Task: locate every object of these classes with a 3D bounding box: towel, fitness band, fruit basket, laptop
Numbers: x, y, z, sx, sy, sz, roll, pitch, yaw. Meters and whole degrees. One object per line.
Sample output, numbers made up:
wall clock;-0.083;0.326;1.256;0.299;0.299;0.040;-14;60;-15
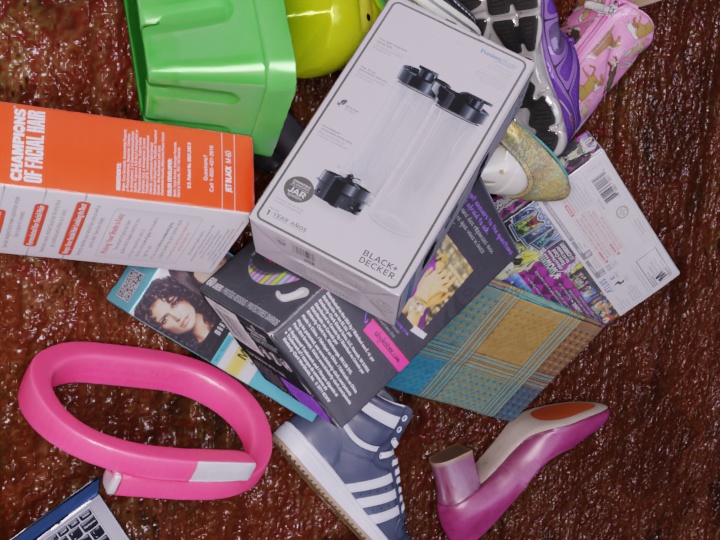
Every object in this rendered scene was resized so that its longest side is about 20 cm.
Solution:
towel;0.109;0.069;1.033;0.200;0.022;0.147;19;123;-35
fitness band;-0.153;0.109;0.837;0.200;0.144;0.037;13;114;-38
fruit basket;-0.062;-0.189;0.786;0.215;0.156;0.216;4;72;-12
laptop;-0.242;0.258;0.836;0.187;0.116;0.200;-35;120;-20

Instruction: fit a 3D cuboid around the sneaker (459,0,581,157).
sneaker;0.133;-0.190;0.918;0.083;0.080;0.201;-42;125;-42

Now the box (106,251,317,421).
box;-0.097;0.040;0.912;0.200;0.049;0.082;36;82;-35

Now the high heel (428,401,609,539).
high heel;0.163;0.197;1.115;0.199;0.067;0.096;-18;103;-13

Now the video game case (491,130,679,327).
video game case;0.176;-0.007;1.027;0.181;0.036;0.200;-36;133;10

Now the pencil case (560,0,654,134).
pencil case;0.178;-0.161;1.019;0.200;0.083;0.087;-51;124;-10

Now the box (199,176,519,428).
box;0.000;0.000;0.859;0.200;0.122;0.106;-43;124;-16

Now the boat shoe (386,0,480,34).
boat shoe;0.018;-0.242;0.867;0.200;0.075;0.062;38;79;-7

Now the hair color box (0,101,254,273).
hair color box;-0.182;-0.054;0.762;0.199;0.111;0.064;5;67;-22

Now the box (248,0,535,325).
box;0.024;-0.078;0.776;0.200;0.116;0.060;-60;170;-19

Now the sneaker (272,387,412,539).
sneaker;0.016;0.178;1.013;0.108;0.070;0.200;-45;119;-13

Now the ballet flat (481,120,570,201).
ballet flat;0.084;-0.105;0.890;0.200;0.071;0.071;43;78;-20

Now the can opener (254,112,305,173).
can opener;-0.064;-0.114;0.903;0.200;0.053;0.067;44;45;-33

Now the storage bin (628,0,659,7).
storage bin;0.287;-0.342;0.976;0.094;0.198;0.200;36;81;-17
